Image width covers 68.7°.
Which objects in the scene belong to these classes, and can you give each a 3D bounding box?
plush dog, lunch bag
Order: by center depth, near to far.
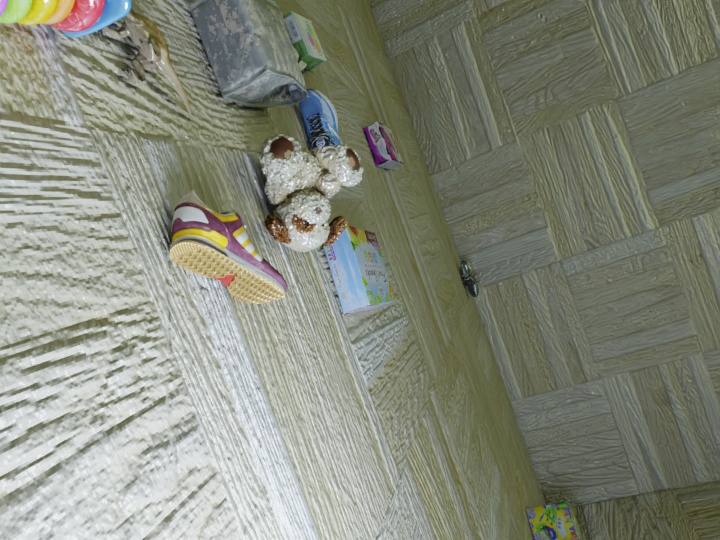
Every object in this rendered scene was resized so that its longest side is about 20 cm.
[{"bbox_3d":[-0.104,-0.118,0.886,0.198,0.159,0.175,-2,87,-43],"label":"plush dog"},{"bbox_3d":[-0.177,-0.378,0.913,0.166,0.116,0.200,69,23,-1],"label":"lunch bag"}]

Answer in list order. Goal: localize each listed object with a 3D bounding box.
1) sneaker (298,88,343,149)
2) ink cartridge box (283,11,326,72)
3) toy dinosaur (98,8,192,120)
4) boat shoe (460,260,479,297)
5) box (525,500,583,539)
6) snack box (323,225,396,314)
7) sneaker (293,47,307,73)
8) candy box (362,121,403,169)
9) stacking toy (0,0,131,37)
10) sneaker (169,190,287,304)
[{"bbox_3d":[-0.083,-0.307,1.180,0.089,0.078,0.202,-74,141,-65],"label":"sneaker"},{"bbox_3d":[-0.139,-0.559,1.300,0.105,0.059,0.200,67,18,-9],"label":"ink cartridge box"},{"bbox_3d":[-0.259,-0.272,0.654,0.102,0.058,0.201,-86,151,-54],"label":"toy dinosaur"},{"bbox_3d":[0.563,0.044,2.754,0.066,0.071,0.204,-4,74,-61],"label":"boat shoe"},{"bbox_3d":[0.837,1.116,2.255,0.122,0.190,0.202,45,31,-52],"label":"box"},{"bbox_3d":[0.000,0.000,1.125,0.200,0.067,0.171,5,67,-70],"label":"snack box"},{"bbox_3d":[-0.173,-0.445,1.092,0.116,0.075,0.201,53,16,-23],"label":"sneaker"},{"bbox_3d":[0.083,-0.427,1.817,0.138,0.060,0.200,70,17,-2],"label":"candy box"},{"bbox_3d":[-0.309,-0.252,0.445,0.201,0.108,0.117,-59,136,-53],"label":"stacking toy"},{"bbox_3d":[-0.157,-0.025,0.675,0.200,0.074,0.091,45,36,-56],"label":"sneaker"}]
